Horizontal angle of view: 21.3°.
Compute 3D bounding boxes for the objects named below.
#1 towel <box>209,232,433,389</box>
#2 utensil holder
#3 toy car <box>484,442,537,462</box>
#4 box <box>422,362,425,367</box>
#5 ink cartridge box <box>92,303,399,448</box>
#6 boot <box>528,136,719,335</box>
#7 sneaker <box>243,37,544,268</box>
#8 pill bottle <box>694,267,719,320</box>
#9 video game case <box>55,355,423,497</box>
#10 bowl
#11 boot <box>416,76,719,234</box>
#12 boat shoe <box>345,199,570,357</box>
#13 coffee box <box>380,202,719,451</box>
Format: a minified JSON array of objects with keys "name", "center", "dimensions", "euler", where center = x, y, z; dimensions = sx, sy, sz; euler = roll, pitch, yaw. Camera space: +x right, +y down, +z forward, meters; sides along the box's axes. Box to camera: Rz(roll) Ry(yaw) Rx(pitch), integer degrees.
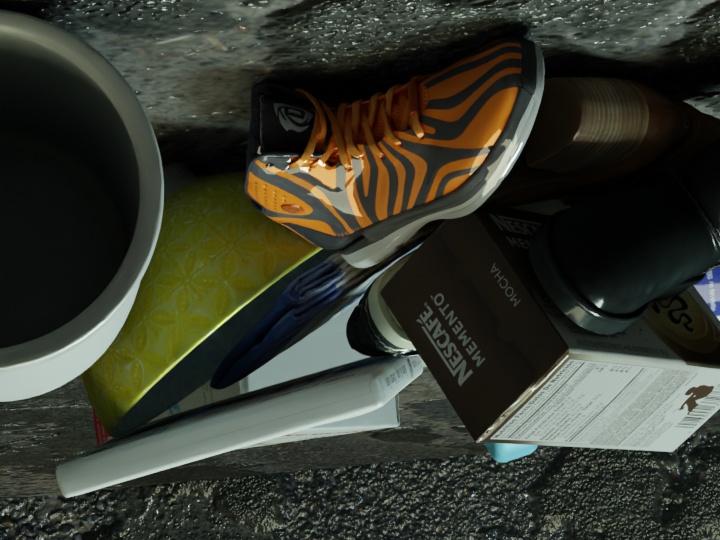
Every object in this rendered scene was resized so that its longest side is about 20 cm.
[{"name":"towel","center":[0.000,0.000,1.219],"dimensions":[0.200,0.024,0.147],"euler":[-34,174,-33]},{"name":"utensil holder","center":[-0.187,-0.020,0.960],"dimensions":[0.169,0.171,0.200],"euler":[-3,170,-8]},{"name":"toy car","center":[0.159,0.012,1.408],"dimensions":[0.183,0.177,0.200],"euler":[-16,141,-6]},{"name":"box","center":[0.031,0.037,1.564],"dimensions":[0.199,0.078,0.095],"euler":[-3,169,-7]},{"name":"ink cartridge box","center":[-0.089,0.057,1.419],"dimensions":[0.145,0.145,0.200],"euler":[1,170,-39]},{"name":"boot","center":[0.194,-0.044,1.036],"dimensions":[0.162,0.074,0.198],"euler":[-40,165,30]},{"name":"sneaker","center":[0.004,-0.070,1.016],"dimensions":[0.112,0.078,0.200],"euler":[22,140,-26]},{"name":"pill bottle","center":[0.254,-0.025,1.239],"dimensions":[0.199,0.116,0.116],"euler":[-6,169,8]},{"name":"video game case","center":[-0.068,0.090,1.181],"dimensions":[0.199,0.024,0.182],"euler":[-17,180,10]},{"name":"bowl","center":[-0.106,-0.001,1.179],"dimensions":[0.200,0.108,0.200],"euler":[-39,174,-5]},{"name":"boot","center":[0.104,-0.065,1.124],"dimensions":[0.200,0.077,0.155],"euler":[-25,160,40]},{"name":"boat shoe","center":[0.068,0.008,1.200],"dimensions":[0.199,0.075,0.066],"euler":[-32,176,-41]},{"name":"coffee box","center":[0.122,0.035,1.097],"dimensions":[0.200,0.113,0.080],"euler":[9,131,-48]}]
